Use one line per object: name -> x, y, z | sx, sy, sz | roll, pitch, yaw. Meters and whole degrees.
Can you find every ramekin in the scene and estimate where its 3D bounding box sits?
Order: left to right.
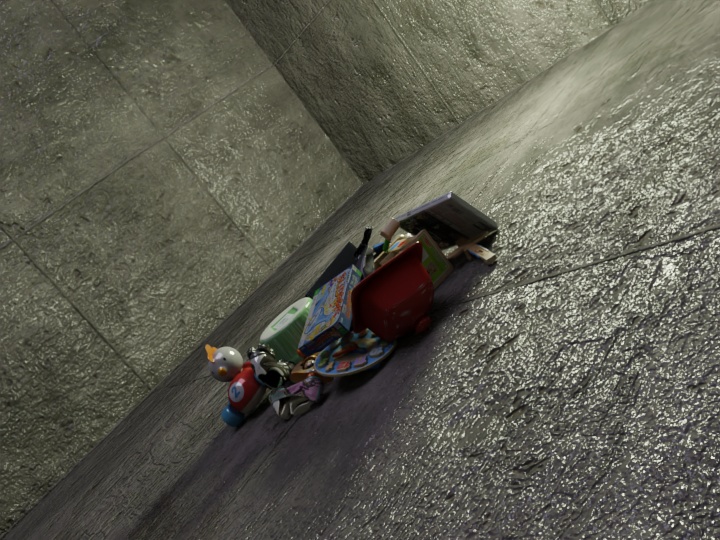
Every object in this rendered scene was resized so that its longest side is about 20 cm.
ramekin -> -0.174, 0.164, 1.625 | 0.199, 0.098, 0.200 | -38, 13, 10

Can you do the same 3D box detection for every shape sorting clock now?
shape sorting clock -> -0.012, 0.178, 1.361 | 0.198, 0.040, 0.200 | -19, 21, 7

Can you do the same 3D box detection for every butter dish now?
butter dish -> 0.091, 0.075, 1.301 | 0.199, 0.148, 0.200 | -35, -28, -20

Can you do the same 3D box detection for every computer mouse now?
computer mouse -> 0.000, 0.000, 1.517 | 0.141, 0.045, 0.202 | 110, 161, -54

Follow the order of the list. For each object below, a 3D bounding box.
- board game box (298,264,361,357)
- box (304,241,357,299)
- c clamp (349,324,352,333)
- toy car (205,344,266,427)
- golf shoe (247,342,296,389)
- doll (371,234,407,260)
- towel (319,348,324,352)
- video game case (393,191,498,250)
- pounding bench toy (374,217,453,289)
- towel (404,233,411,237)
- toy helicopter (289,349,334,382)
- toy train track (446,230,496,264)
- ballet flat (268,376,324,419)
board game box -> -0.067, 0.089, 1.386 | 0.135, 0.034, 0.201 | -35, 25, 30
box -> -0.074, 0.031, 1.744 | 0.201, 0.079, 0.141 | -51, 0, -18
c clamp -> 0.024, 0.086, 1.449 | 0.170, 0.027, 0.201 | -32, -18, -28
toy car -> -0.349, 0.278, 1.650 | 0.185, 0.199, 0.177 | -50, 10, 11
golf shoe -> -0.205, 0.260, 1.486 | 0.077, 0.200, 0.095 | -31, 48, 15
doll -> 0.063, -0.013, 1.635 | 0.201, 0.136, 0.049 | -51, -28, -7
towel -> -0.137, 0.227, 1.637 | 0.199, 0.049, 0.112 | -37, 13, 13
video game case -> 0.210, -0.116, 1.503 | 0.181, 0.199, 0.024 | -22, 57, 39
pounding bench toy -> 0.098, -0.035, 1.512 | 0.124, 0.201, 0.156 | -44, 14, -21
towel -> 0.088, 0.000, 1.665 | 0.199, 0.034, 0.133 | -36, 53, 7
toy helicopter -> -0.083, 0.222, 1.446 | 0.198, 0.080, 0.132 | -18, 15, 29
toy train track -> 0.273, -0.041, 1.428 | 0.114, 0.033, 0.200 | -33, 18, -2
ballet flat -> -0.157, 0.303, 1.410 | 0.199, 0.069, 0.072 | -29, 42, 42
